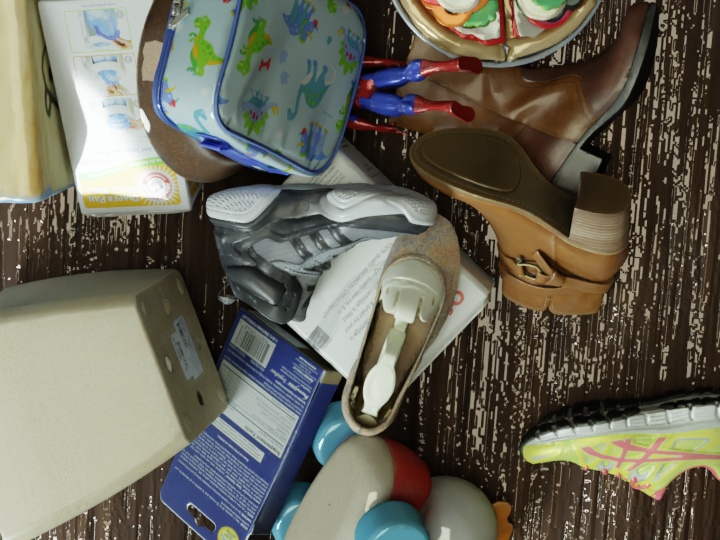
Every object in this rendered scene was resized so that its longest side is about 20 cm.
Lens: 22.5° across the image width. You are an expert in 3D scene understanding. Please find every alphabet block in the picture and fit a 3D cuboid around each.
[{"bbox_3d":[-0.346,-0.167,1.569,0.195,0.195,0.201,-2,100,7],"label":"alphabet block"}]

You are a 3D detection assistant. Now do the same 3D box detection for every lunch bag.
[{"bbox_3d":[-0.081,-0.165,1.466,0.082,0.200,0.162,10,84,31],"label":"lunch bag"}]

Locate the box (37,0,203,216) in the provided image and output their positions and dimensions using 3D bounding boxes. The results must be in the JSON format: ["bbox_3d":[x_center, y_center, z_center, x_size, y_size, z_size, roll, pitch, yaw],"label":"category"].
[{"bbox_3d":[-0.197,-0.160,1.559,0.101,0.113,0.201,-2,117,10],"label":"box"}]

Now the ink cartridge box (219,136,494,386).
[{"bbox_3d":[0.000,0.000,1.594,0.200,0.084,0.144,44,102,1],"label":"ink cartridge box"}]

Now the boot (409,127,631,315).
[{"bbox_3d":[0.130,-0.034,1.548,0.199,0.074,0.155,21,145,12],"label":"boot"}]

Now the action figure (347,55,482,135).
[{"bbox_3d":[0.017,-0.152,1.546,0.199,0.052,0.066,5,87,41],"label":"action figure"}]

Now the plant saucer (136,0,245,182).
[{"bbox_3d":[-0.110,-0.172,1.528,0.034,0.200,0.202,13,103,35],"label":"plant saucer"}]

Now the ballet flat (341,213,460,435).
[{"bbox_3d":[0.035,0.050,1.520,0.068,0.067,0.201,18,101,4],"label":"ballet flat"}]

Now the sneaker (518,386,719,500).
[{"bbox_3d":[0.239,0.160,1.587,0.199,0.078,0.091,-6,100,10],"label":"sneaker"}]

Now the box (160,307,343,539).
[{"bbox_3d":[-0.102,0.150,1.633,0.121,0.032,0.201,34,104,37],"label":"box"}]

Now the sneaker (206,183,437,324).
[{"bbox_3d":[-0.031,-0.014,1.518,0.199,0.075,0.115,1,98,15],"label":"sneaker"}]

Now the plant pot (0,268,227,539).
[{"bbox_3d":[-0.232,0.098,1.583,0.176,0.200,0.201,-19,96,15],"label":"plant pot"}]

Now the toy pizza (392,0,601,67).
[{"bbox_3d":[0.115,-0.270,1.500,0.199,0.032,0.202,0,94,-6],"label":"toy pizza"}]

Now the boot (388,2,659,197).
[{"bbox_3d":[0.143,-0.177,1.568,0.199,0.068,0.189,27,107,14],"label":"boot"}]

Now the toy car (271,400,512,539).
[{"bbox_3d":[0.046,0.241,1.608,0.199,0.185,0.178,17,113,-27],"label":"toy car"}]
